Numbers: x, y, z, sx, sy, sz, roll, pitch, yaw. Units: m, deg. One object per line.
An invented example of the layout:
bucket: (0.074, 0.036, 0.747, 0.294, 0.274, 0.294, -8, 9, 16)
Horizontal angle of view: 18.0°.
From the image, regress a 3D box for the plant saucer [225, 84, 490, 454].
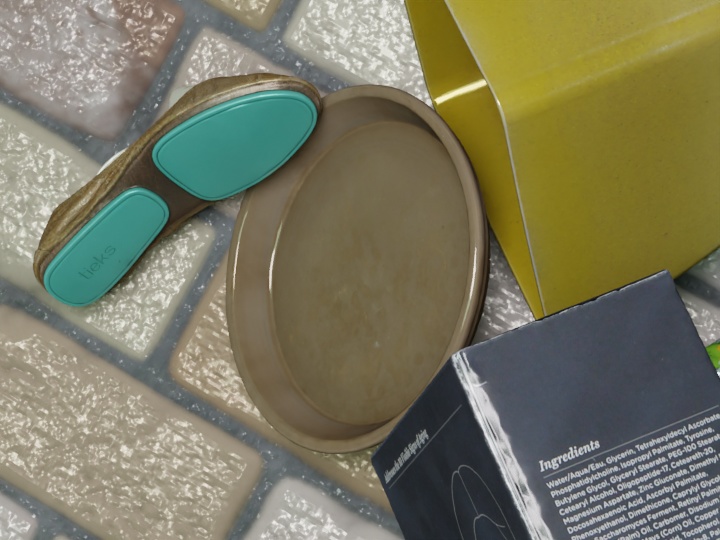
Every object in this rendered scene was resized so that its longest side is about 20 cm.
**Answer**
plant saucer: (0.000, 0.000, 1.227, 0.200, 0.029, 0.201, -12, 74, 45)

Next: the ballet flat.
ballet flat: (-0.107, -0.059, 1.277, 0.200, 0.072, 0.068, -40, 125, 20)

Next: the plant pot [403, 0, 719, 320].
plant pot: (0.131, -0.116, 1.145, 0.176, 0.200, 0.200, -21, 51, -2)

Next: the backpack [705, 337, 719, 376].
backpack: (0.259, 0.098, 1.141, 0.147, 0.183, 0.200, -20, 88, 32)

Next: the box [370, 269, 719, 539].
box: (0.111, 0.134, 1.101, 0.124, 0.200, 0.197, -22, 78, -17)
